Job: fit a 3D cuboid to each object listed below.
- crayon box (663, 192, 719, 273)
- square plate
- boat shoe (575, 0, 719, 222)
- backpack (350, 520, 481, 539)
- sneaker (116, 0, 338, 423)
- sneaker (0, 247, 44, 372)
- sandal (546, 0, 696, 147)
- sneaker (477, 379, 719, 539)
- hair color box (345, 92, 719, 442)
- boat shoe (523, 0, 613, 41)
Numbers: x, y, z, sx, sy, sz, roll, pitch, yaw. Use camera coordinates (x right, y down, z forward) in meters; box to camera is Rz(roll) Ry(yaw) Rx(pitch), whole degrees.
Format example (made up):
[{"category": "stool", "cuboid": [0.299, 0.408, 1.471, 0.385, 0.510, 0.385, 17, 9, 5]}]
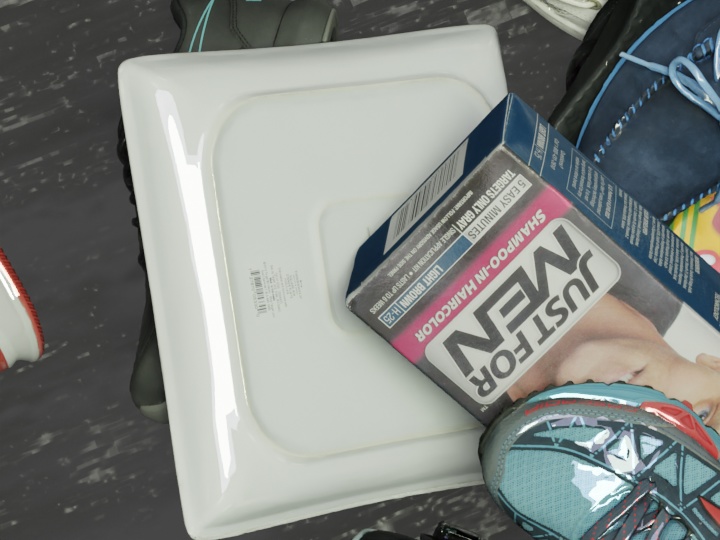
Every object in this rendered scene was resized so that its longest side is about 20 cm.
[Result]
[{"category": "crayon box", "cuboid": [0.200, -0.005, 1.338, 0.127, 0.051, 0.200, 36, 79, 0]}, {"category": "square plate", "cuboid": [0.000, 0.000, 1.275, 0.197, 0.028, 0.201, -8, 89, -35]}, {"category": "boat shoe", "cuboid": [0.165, -0.089, 1.261, 0.084, 0.069, 0.200, 36, 106, -21]}, {"category": "backpack", "cuboid": [0.046, 0.206, 1.216, 0.177, 0.200, 0.151, 24, 100, -4]}, {"category": "sneaker", "cuboid": [-0.071, -0.031, 1.307, 0.079, 0.075, 0.201, 16, 72, 6]}, {"category": "sneaker", "cuboid": [-0.228, -0.025, 1.277, 0.115, 0.078, 0.201, -31, 85, -11]}, {"category": "sandal", "cuboid": [0.132, -0.102, 1.316, 0.075, 0.048, 0.201, 16, 114, -18]}, {"category": "sneaker", "cuboid": [0.135, 0.116, 1.178, 0.199, 0.096, 0.080, 31, 111, -4]}, {"category": "hair color box", "cuboid": [0.101, 0.033, 1.234, 0.200, 0.061, 0.100, 40, 112, -11]}, {"category": "boat shoe", "cuboid": [0.099, -0.147, 1.336, 0.199, 0.069, 0.071, 18, 77, -5]}]
